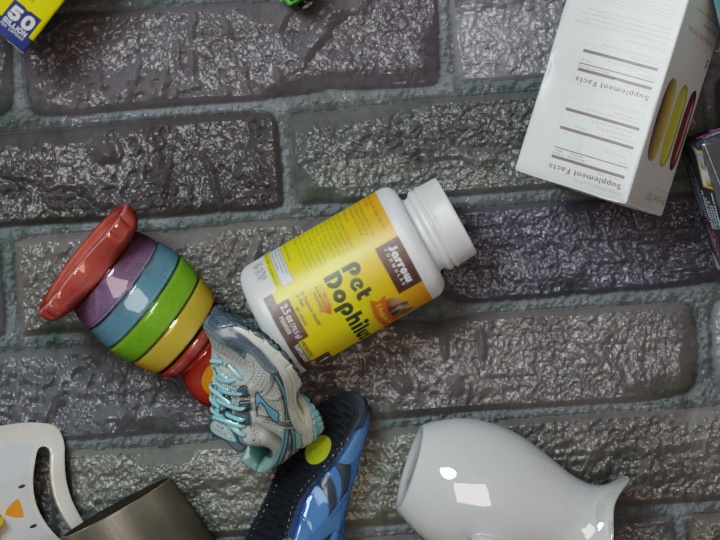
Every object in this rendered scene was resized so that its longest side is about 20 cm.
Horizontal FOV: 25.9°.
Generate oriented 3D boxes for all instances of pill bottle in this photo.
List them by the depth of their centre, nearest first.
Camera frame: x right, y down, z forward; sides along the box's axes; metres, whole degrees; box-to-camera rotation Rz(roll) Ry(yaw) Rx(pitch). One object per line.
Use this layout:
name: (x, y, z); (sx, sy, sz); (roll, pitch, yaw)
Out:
pill bottle: (0.000, 0.000, 1.402); (0.199, 0.109, 0.110); (-30, 94, 3)

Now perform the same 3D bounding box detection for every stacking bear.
stacking bear: (-0.173, 0.047, 1.410); (0.200, 0.114, 0.122); (41, 93, -14)

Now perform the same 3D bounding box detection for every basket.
basket: (-0.175, 0.303, 1.422); (0.179, 0.136, 0.202); (-27, 91, 2)

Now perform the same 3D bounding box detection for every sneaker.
sneaker: (-0.095, 0.112, 1.357); (0.086, 0.201, 0.077); (-44, 50, -15)
sneaker: (-0.039, 0.211, 1.448); (0.078, 0.066, 0.202); (37, 75, -41)

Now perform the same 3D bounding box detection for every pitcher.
pitcher: (0.134, 0.222, 1.393); (0.198, 0.172, 0.122); (19, 123, -3)

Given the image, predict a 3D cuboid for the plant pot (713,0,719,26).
plant pot: (0.398, -0.253, 1.323); (0.198, 0.141, 0.143); (-18, 96, -27)

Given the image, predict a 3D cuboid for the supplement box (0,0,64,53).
supplement box: (-0.279, -0.309, 1.363); (0.108, 0.110, 0.201); (37, 95, -25)

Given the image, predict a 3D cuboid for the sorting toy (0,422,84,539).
sorting toy: (-0.348, 0.226, 1.445); (0.178, 0.107, 0.202); (-18, 95, -17)

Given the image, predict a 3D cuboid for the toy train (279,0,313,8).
toy train: (-0.097, -0.325, 1.402); (0.041, 0.056, 0.201); (-30, 94, 3)

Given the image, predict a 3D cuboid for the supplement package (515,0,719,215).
supplement package: (0.230, -0.162, 1.369); (0.109, 0.113, 0.202); (19, 96, 27)

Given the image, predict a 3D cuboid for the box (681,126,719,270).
box: (0.402, -0.083, 1.390); (0.198, 0.115, 0.134); (-18, 96, 3)
